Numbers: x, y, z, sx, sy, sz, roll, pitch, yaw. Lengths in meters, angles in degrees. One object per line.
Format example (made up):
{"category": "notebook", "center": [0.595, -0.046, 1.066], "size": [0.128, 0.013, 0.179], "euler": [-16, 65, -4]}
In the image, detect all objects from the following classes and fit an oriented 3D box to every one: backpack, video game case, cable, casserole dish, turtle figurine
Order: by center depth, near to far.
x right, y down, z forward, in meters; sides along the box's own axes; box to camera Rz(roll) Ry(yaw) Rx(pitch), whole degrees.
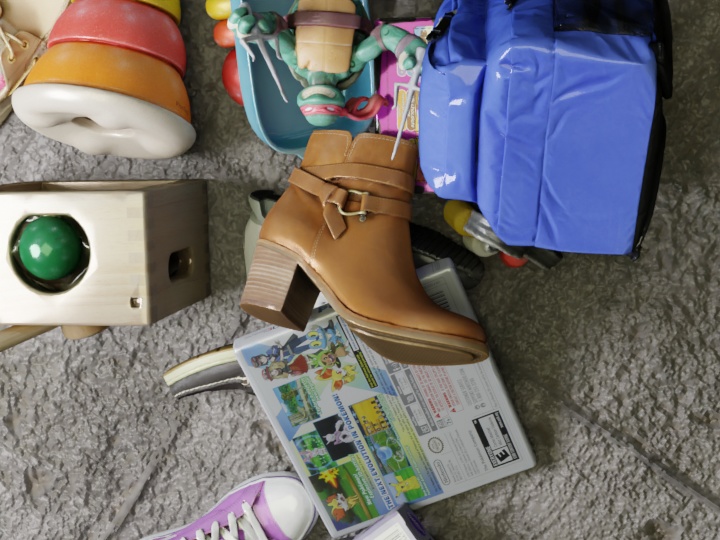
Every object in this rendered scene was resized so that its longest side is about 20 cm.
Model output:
{"category": "backpack", "center": [0.127, -0.132, 0.940], "size": [0.167, 0.200, 0.163], "euler": [11, 126, 6]}
{"category": "turtle figurine", "center": [-0.025, -0.180, 1.014], "size": [0.149, 0.101, 0.201], "euler": [0, 91, -14]}
{"category": "cable", "center": [0.106, -0.016, 1.031], "size": [0.097, 0.200, 0.050], "euler": [35, 101, -4]}
{"category": "casserole dish", "center": [-0.048, -0.183, 1.084], "size": [0.039, 0.121, 0.201], "euler": [10, 112, 51]}
{"category": "video game case", "center": [0.022, 0.105, 1.105], "size": [0.182, 0.022, 0.200], "euler": [-21, 117, 8]}

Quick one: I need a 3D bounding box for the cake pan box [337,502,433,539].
{"category": "cake pan box", "center": [0.015, 0.313, 1.119], "size": [0.184, 0.052, 0.200], "euler": [-39, 84, 8]}

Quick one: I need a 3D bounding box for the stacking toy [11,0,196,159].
{"category": "stacking toy", "center": [-0.188, -0.198, 1.117], "size": [0.146, 0.146, 0.201], "euler": [8, 79, 9]}

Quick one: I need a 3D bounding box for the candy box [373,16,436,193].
{"category": "candy box", "center": [0.113, -0.128, 1.084], "size": [0.199, 0.061, 0.137], "euler": [1, 97, 11]}

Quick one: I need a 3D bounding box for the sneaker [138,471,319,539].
{"category": "sneaker", "center": [-0.127, 0.237, 1.146], "size": [0.200, 0.114, 0.073], "euler": [-30, 89, 11]}

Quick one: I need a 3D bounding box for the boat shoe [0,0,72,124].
{"category": "boat shoe", "center": [-0.296, -0.177, 1.148], "size": [0.074, 0.069, 0.200], "euler": [38, 102, 4]}

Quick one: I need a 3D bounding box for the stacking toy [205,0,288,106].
{"category": "stacking toy", "center": [-0.094, -0.229, 1.105], "size": [0.085, 0.085, 0.201], "euler": [-10, 101, 11]}

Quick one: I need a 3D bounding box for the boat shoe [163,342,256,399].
{"category": "boat shoe", "center": [-0.062, 0.081, 1.135], "size": [0.199, 0.073, 0.065], "euler": [-15, 89, 12]}

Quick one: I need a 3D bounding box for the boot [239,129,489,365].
{"category": "boot", "center": [0.020, -0.019, 1.028], "size": [0.199, 0.077, 0.156], "euler": [13, 72, 28]}

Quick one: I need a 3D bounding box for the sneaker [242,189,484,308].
{"category": "sneaker", "center": [0.000, 0.000, 1.119], "size": [0.199, 0.074, 0.089], "euler": [14, 104, 16]}

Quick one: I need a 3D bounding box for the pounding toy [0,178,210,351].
{"category": "pounding toy", "center": [-0.234, 0.005, 1.092], "size": [0.183, 0.200, 0.143], "euler": [0, 97, 10]}
